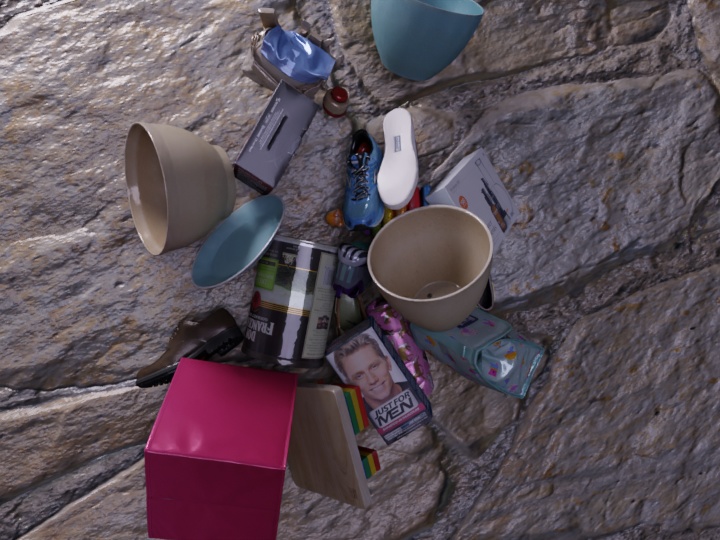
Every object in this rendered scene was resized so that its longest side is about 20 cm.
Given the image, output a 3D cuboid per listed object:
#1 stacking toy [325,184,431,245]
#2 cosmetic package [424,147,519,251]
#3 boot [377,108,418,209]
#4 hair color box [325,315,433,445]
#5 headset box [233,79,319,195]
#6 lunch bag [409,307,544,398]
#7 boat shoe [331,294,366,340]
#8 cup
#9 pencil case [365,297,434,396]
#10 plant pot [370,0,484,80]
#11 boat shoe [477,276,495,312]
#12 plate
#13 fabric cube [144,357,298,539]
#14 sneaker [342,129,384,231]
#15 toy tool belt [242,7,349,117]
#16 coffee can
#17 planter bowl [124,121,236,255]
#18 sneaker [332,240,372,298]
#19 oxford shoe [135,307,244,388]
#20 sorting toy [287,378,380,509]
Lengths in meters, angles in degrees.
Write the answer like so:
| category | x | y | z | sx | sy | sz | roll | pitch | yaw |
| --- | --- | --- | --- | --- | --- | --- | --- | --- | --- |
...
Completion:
| category | x | y | z | sx | sy | sz | roll | pitch | yaw |
| --- | --- | --- | --- | --- | --- | --- | --- | --- | --- |
| stacking toy | 0.033 | -0.098 | 1.059 | 0.195 | 0.116 | 0.113 | 0 | 87 | 1 |
| cosmetic package | 0.210 | -0.118 | 1.059 | 0.152 | 0.051 | 0.200 | 54 | 42 | -9 |
| boot | 0.076 | -0.179 | 1.020 | 0.071 | 0.091 | 0.204 | -3 | 62 | 18 |
| hair color box | 0.034 | 0.193 | 1.010 | 0.099 | 0.061 | 0.202 | -32 | 101 | 10 |
| headset box | -0.142 | -0.210 | 0.948 | 0.074 | 0.200 | 0.151 | 29 | 87 | -14 |
| lunch bag | 0.201 | 0.130 | 1.026 | 0.198 | 0.169 | 0.124 | 23 | 94 | -42 |
| boat shoe | -0.016 | 0.115 | 1.058 | 0.074 | 0.074 | 0.205 | -17 | 96 | -12 |
| cup | 0.120 | 0.016 | 0.944 | 0.198 | 0.201 | 0.145 | -29 | 136 | -10 |
| pencil case | 0.073 | 0.143 | 1.079 | 0.081 | 0.086 | 0.204 | -15 | 97 | 20 |
| plant pot | 0.101 | -0.419 | 1.020 | 0.195 | 0.202 | 0.137 | 8 | 127 | -14 |
| boat shoe | 0.211 | -0.018 | 1.114 | 0.070 | 0.059 | 0.205 | -17 | 96 | -12 |
| plate | -0.197 | -0.044 | 0.954 | 0.200 | 0.199 | 0.026 | -47 | 124 | -7 |
| fabric cube | -0.211 | 0.287 | 0.914 | 0.194 | 0.198 | 0.204 | 8 | 121 | -6 |
| sneaker | -0.004 | -0.158 | 1.001 | 0.076 | 0.090 | 0.204 | -8 | 57 | 14 |
| toy tool belt | -0.093 | -0.348 | 0.976 | 0.197 | 0.123 | 0.127 | 24 | 53 | -13 |
| coffee can | -0.115 | 0.050 | 0.995 | 0.143 | 0.146 | 0.205 | 11 | 89 | -13 |
| planter bowl | -0.284 | -0.137 | 0.936 | 0.133 | 0.198 | 0.205 | -14 | 96 | -36 |
| sneaker | 0.000 | 0.000 | 1.014 | 0.073 | 0.199 | 0.089 | 23 | 100 | 21 |
| oxford shoe | -0.304 | 0.133 | 1.002 | 0.197 | 0.073 | 0.085 | -31 | 75 | -7 |
| sorting toy | -0.059 | 0.282 | 1.006 | 0.069 | 0.196 | 0.205 | -22 | 101 | -41 |
